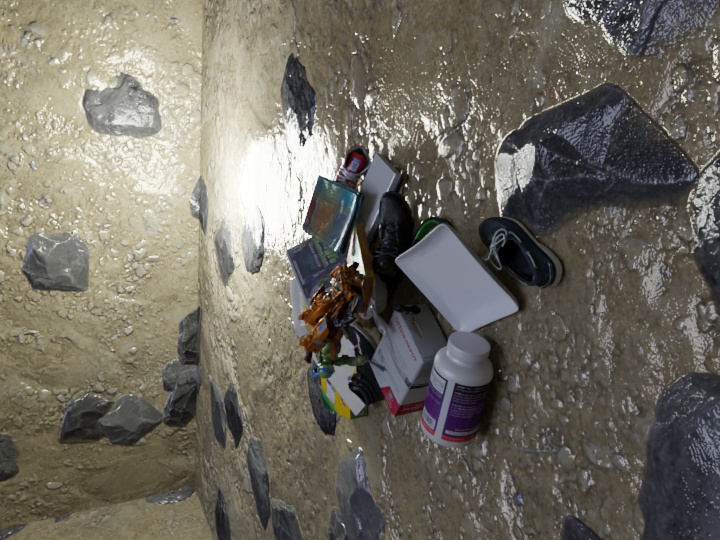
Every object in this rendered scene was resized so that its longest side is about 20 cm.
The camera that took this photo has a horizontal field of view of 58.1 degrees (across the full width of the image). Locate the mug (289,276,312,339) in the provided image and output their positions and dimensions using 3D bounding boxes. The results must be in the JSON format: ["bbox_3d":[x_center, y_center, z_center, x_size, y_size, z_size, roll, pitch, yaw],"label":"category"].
[{"bbox_3d":[-0.114,0.098,1.690,0.187,0.147,0.155,109,163,-66],"label":"mug"}]

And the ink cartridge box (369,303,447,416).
[{"bbox_3d":[0.106,0.189,1.383,0.146,0.082,0.201,65,147,37],"label":"ink cartridge box"}]

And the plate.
[{"bbox_3d":[0.176,0.016,1.185,0.200,0.032,0.200,48,151,-1],"label":"plate"}]

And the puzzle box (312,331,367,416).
[{"bbox_3d":[-0.030,0.244,1.618,0.201,0.025,0.133,50,122,20],"label":"puzzle box"}]

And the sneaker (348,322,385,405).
[{"bbox_3d":[0.002,0.222,1.518,0.201,0.098,0.071,59,161,12],"label":"sneaker"}]

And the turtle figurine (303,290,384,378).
[{"bbox_3d":[-0.026,0.141,1.441,0.200,0.143,0.196,-41,35,40],"label":"turtle figurine"}]

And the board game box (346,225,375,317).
[{"bbox_3d":[0.000,0.000,1.380,0.201,0.030,0.096,-104,24,-51],"label":"board game box"}]

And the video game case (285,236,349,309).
[{"bbox_3d":[-0.083,-0.016,1.650,0.201,0.180,0.023,64,-179,37],"label":"video game case"}]

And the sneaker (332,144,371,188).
[{"bbox_3d":[-0.032,-0.209,1.553,0.112,0.070,0.202,139,148,-62],"label":"sneaker"}]

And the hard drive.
[{"bbox_3d":[0.025,-0.154,1.493,0.202,0.025,0.132,-65,29,21],"label":"hard drive"}]

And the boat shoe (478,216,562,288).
[{"bbox_3d":[0.251,-0.032,1.086,0.200,0.061,0.076,54,141,47],"label":"boat shoe"}]

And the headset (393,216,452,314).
[{"bbox_3d":[0.125,-0.010,1.306,0.123,0.093,0.203,26,105,60],"label":"headset"}]

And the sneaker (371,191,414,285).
[{"bbox_3d":[0.066,-0.060,1.366,0.114,0.075,0.202,-50,-38,-61],"label":"sneaker"}]

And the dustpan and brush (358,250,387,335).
[{"bbox_3d":[0.027,0.069,1.417,0.200,0.057,0.141,53,139,41],"label":"dustpan and brush"}]

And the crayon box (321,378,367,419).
[{"bbox_3d":[-0.048,0.276,1.731,0.172,0.058,0.203,2,96,63],"label":"crayon box"}]

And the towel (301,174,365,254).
[{"bbox_3d":[-0.070,-0.133,1.511,0.199,0.021,0.148,32,106,51],"label":"towel"}]

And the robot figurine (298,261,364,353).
[{"bbox_3d":[-0.058,0.072,1.320,0.201,0.058,0.146,-52,31,34],"label":"robot figurine"}]

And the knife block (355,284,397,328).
[{"bbox_3d":[0.021,0.048,1.557,0.199,0.063,0.178,-8,86,64],"label":"knife block"}]

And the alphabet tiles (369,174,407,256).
[{"bbox_3d":[0.038,-0.124,1.495,0.167,0.007,0.203,15,90,62],"label":"alphabet tiles"}]

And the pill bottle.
[{"bbox_3d":[0.182,0.219,1.205,0.112,0.111,0.203,46,132,52],"label":"pill bottle"}]
